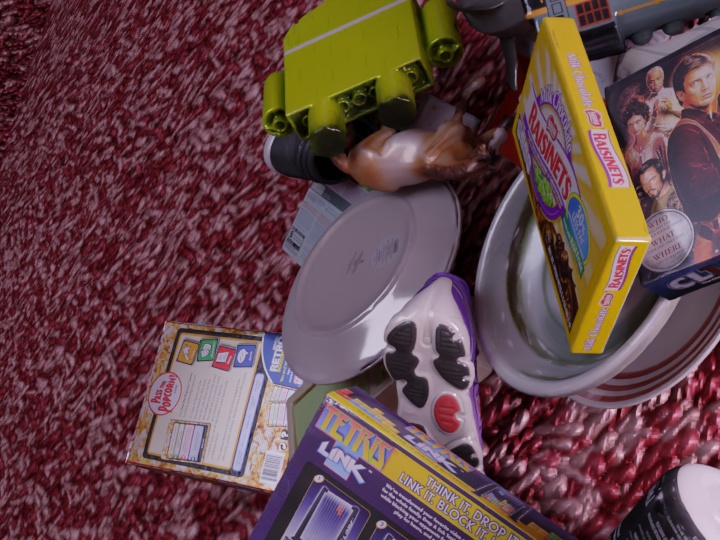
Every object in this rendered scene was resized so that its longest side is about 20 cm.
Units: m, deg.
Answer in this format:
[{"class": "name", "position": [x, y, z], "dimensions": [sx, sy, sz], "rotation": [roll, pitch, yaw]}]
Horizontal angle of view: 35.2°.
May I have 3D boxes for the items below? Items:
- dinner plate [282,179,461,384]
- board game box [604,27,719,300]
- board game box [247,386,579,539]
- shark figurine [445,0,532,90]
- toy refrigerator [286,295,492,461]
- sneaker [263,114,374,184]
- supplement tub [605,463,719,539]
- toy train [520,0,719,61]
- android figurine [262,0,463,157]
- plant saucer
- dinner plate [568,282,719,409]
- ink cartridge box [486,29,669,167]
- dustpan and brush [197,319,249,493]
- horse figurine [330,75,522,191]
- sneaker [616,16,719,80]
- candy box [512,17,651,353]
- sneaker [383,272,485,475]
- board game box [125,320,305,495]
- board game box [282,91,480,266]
[{"class": "dinner plate", "position": [0.000, 0.000, 0.929], "dimensions": [0.200, 0.024, 0.200], "rotation": [-32, 37, 29]}, {"class": "board game box", "position": [0.234, -0.081, 0.613], "dimensions": [0.200, 0.035, 0.136], "rotation": [-26, 56, 37]}, {"class": "board game box", "position": [0.027, 0.201, 0.767], "dimensions": [0.200, 0.057, 0.165], "rotation": [33, 101, 21]}, {"class": "shark figurine", "position": [0.116, -0.224, 0.892], "dimensions": [0.214, 0.089, 0.128], "rotation": [155, 115, -65]}, {"class": "toy refrigerator", "position": [0.016, 0.096, 0.949], "dimensions": [0.200, 0.070, 0.076], "rotation": [-44, 37, 36]}, {"class": "sneaker", "position": [-0.007, -0.163, 1.043], "dimensions": [0.099, 0.071, 0.200], "rotation": [34, 96, 48]}, {"class": "supplement tub", "position": [0.151, 0.210, 0.594], "dimensions": [0.200, 0.122, 0.123], "rotation": [-56, 31, 22]}, {"class": "toy train", "position": [0.195, -0.212, 0.772], "dimensions": [0.200, 0.085, 0.114], "rotation": [-14, 87, 16]}, {"class": "android figurine", "position": [-0.003, -0.178, 0.958], "dimensions": [0.182, 0.041, 0.200], "rotation": [-23, 41, 14]}, {"class": "plant saucer", "position": [0.158, -0.007, 0.754], "dimensions": [0.200, 0.050, 0.200], "rotation": [-38, 41, 43]}, {"class": "dinner plate", "position": [0.191, -0.001, 0.769], "dimensions": [0.200, 0.024, 0.200], "rotation": [-36, 43, 43]}, {"class": "ink cartridge box", "position": [0.166, -0.176, 0.902], "dimensions": [0.200, 0.057, 0.163], "rotation": [-57, 31, 10]}, {"class": "dustpan and brush", "position": [-0.131, 0.116, 1.189], "dimensions": [0.140, 0.057, 0.200], "rotation": [-58, 31, 19]}, {"class": "horse figurine", "position": [0.047, -0.106, 0.919], "dimensions": [0.200, 0.050, 0.133], "rotation": [0, 42, 35]}, {"class": "sneaker", "position": [0.247, -0.137, 0.704], "dimensions": [0.200, 0.075, 0.081], "rotation": [12, 96, 54]}, {"class": "candy box", "position": [0.132, -0.058, 0.710], "dimensions": [0.102, 0.026, 0.200], "rotation": [102, 166, -47]}, {"class": "sneaker", "position": [0.063, 0.091, 0.830], "dimensions": [0.083, 0.081, 0.200], "rotation": [-57, -26, -51]}, {"class": "board game box", "position": [-0.124, 0.132, 1.104], "dimensions": [0.200, 0.046, 0.152], "rotation": [4, 73, 34]}, {"class": "board game box", "position": [0.013, -0.079, 1.077], "dimensions": [0.200, 0.064, 0.148], "rotation": [-65, 30, 9]}]
